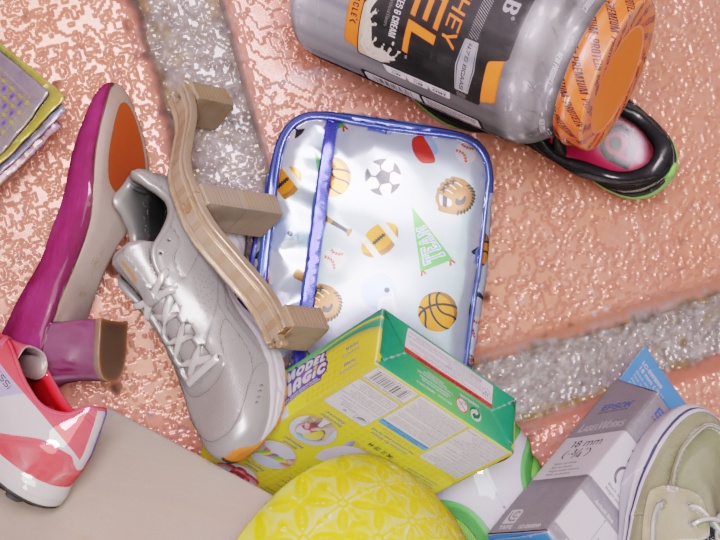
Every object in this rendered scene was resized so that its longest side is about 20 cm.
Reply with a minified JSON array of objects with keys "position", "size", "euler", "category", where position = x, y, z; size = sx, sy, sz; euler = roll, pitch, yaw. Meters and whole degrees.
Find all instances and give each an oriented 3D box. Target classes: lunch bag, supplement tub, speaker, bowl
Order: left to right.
[{"position":[0.000,0.000,0.957],"size":[0.160,0.076,0.201],"euler":[9,89,-6],"category":"lunch bag"},{"position":[0.011,0.214,0.823],"size":[0.200,0.108,0.201],"euler":[-23,122,-43],"category":"bowl"},{"position":[0.068,-0.154,0.885],"size":[0.200,0.123,0.123],"euler":[25,88,20],"category":"supplement tub"},{"position":[0.111,0.196,0.969],"size":[0.088,0.088,0.200],"euler":[-30,95,-6],"category":"speaker"}]

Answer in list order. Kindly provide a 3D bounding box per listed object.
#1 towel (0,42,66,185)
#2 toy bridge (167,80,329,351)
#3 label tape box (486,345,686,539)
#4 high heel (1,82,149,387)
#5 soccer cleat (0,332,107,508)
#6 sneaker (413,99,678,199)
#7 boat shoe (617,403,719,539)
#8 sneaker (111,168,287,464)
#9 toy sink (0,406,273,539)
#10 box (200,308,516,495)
[{"position":[-0.297,-0.081,0.916],"size":[0.200,0.023,0.144],"euler":[-44,77,-5],"category":"towel"},{"position":[-0.081,-0.036,0.900],"size":[0.027,0.067,0.200],"euler":[-44,56,32],"category":"toy bridge"},{"position":[0.193,0.157,0.943],"size":[0.200,0.063,0.144],"euler":[-44,102,-34],"category":"label tape box"},{"position":[-0.195,-0.023,0.942],"size":[0.096,0.067,0.201],"euler":[-2,74,25],"category":"high heel"},{"position":[-0.235,0.059,0.897],"size":[0.200,0.068,0.073],"euler":[39,97,24],"category":"soccer cleat"},{"position":[0.121,-0.111,0.959],"size":[0.200,0.084,0.077],"euler":[22,89,2],"category":"sneaker"},{"position":[0.188,0.167,0.859],"size":[0.072,0.062,0.200],"euler":[34,60,-20],"category":"boat shoe"},{"position":[-0.111,0.025,0.892],"size":[0.076,0.092,0.200],"euler":[-36,55,26],"category":"sneaker"},{"position":[-0.130,0.192,0.892],"size":[0.130,0.200,0.112],"euler":[-40,134,-33],"category":"toy sink"},{"position":[-0.012,0.109,0.913],"size":[0.117,0.048,0.200],"euler":[35,130,-26],"category":"box"}]
